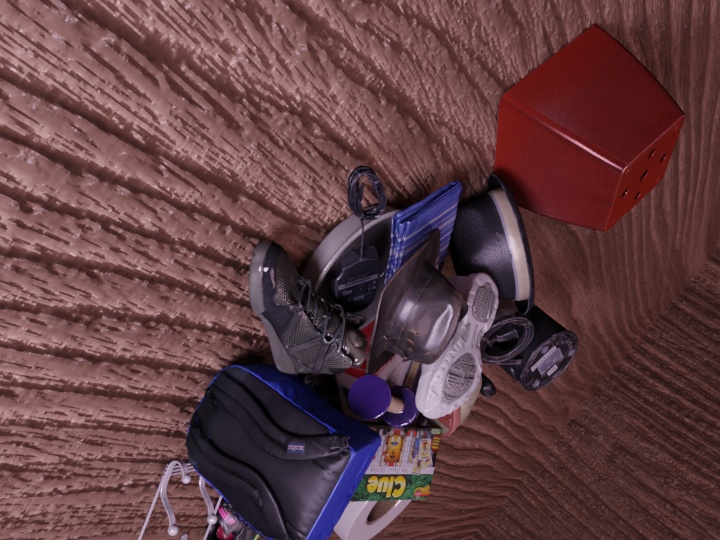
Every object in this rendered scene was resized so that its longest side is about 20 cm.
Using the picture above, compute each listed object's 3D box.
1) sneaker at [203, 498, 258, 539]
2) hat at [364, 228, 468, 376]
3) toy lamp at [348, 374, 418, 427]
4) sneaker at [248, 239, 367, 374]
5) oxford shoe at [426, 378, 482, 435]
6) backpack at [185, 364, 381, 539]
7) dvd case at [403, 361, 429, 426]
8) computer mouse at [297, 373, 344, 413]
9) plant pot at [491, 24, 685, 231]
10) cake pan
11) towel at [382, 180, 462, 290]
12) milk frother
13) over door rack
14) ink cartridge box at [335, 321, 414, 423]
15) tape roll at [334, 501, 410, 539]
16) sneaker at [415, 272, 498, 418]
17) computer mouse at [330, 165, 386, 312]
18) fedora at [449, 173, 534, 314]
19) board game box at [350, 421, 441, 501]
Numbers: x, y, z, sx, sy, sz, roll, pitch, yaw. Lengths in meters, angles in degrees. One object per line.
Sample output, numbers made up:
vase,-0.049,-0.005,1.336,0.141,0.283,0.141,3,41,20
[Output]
sneaker,-0.164,0.345,1.067,0.084,0.077,0.200,-2,126,-59
hat,0.080,0.056,0.873,0.201,0.081,0.201,-52,160,-28
toy lamp,0.037,0.170,0.940,0.058,0.058,0.200,-50,161,0
sneaker,-0.051,0.044,0.795,0.200,0.114,0.076,76,24,-43
oxford shoe,0.142,0.143,1.068,0.074,0.071,0.200,-22,133,-42
backpack,-0.095,0.210,0.870,0.163,0.200,0.168,-61,160,3
dvd case,0.084,0.225,1.100,0.149,0.016,0.200,32,77,-57
computer mouse,-0.062,0.202,1.058,0.200,0.053,0.139,15,92,-59
plant pot,0.317,-0.176,1.011,0.200,0.176,0.200,-39,150,-19
cake pan,0.000,0.000,0.918,0.200,0.037,0.200,-35,149,-25
towel,0.070,-0.008,0.935,0.145,0.024,0.200,-34,144,-45
milk frother,0.216,0.079,1.168,0.180,0.188,0.200,-30,136,-17
over door rack,-0.223,0.328,0.971,0.148,0.067,0.200,8,118,-57
ink cartridge box,0.026,0.140,1.047,0.116,0.067,0.200,-43,139,-38
tape roll,0.005,0.335,1.229,0.203,0.139,0.203,-35,148,-26
sneaker,0.111,0.097,0.973,0.078,0.099,0.200,36,70,-36
computer mouse,-0.005,-0.032,0.806,0.059,0.034,0.200,-15,134,-22
fedora,0.175,-0.029,1.030,0.092,0.201,0.201,-14,148,1
board game box,0.033,0.261,1.007,0.200,0.023,0.105,15,87,-44
